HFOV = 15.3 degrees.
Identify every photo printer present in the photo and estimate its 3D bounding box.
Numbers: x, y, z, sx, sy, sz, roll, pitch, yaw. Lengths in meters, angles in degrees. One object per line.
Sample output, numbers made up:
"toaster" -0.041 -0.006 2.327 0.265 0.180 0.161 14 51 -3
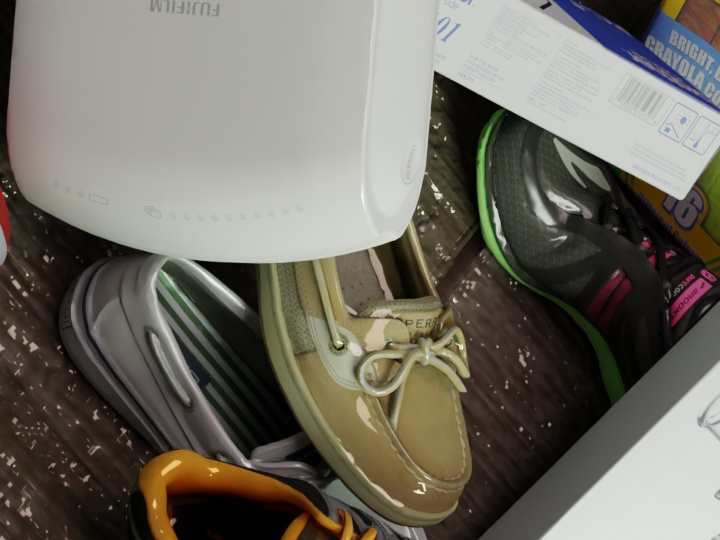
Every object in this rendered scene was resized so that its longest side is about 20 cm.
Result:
"photo printer" -0.049 -0.104 0.991 0.069 0.165 0.201 0 97 -66

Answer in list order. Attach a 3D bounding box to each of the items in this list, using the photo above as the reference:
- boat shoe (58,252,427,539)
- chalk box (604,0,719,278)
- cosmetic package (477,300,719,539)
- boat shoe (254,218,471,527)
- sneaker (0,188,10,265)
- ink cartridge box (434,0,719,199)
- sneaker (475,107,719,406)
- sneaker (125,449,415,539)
"boat shoe" -0.035 0.071 1.056 0.200 0.067 0.074 42 59 -21
"chalk box" 0.212 -0.099 1.175 0.123 0.201 0.125 -21 59 -36
"cosmetic package" 0.145 0.128 1.132 0.200 0.052 0.151 -44 106 -4
"boat shoe" 0.001 -0.001 1.037 0.073 0.063 0.202 1 66 -49
"sneaker" -0.165 -0.103 1.000 0.112 0.071 0.201 -38 100 -32
"ink cartridge box" 0.058 -0.099 1.101 0.199 0.094 0.044 24 106 -41
"sneaker" 0.125 0.004 1.177 0.200 0.084 0.077 53 54 -11
"sneaker" -0.003 0.123 0.978 0.199 0.077 0.079 17 61 17
